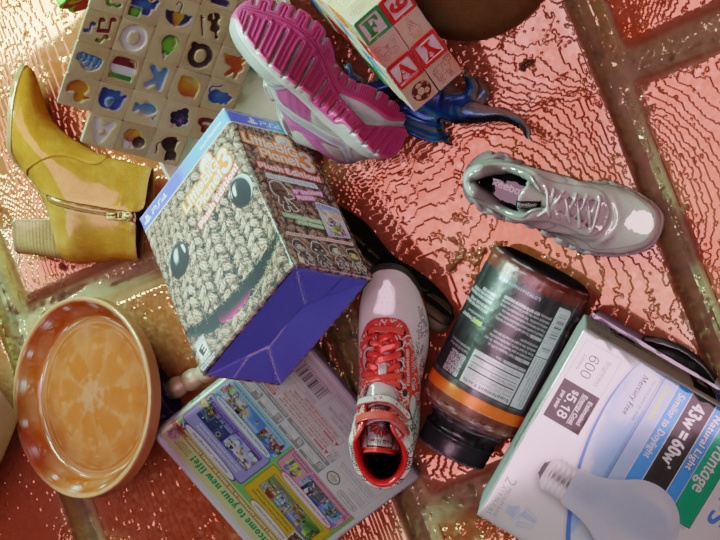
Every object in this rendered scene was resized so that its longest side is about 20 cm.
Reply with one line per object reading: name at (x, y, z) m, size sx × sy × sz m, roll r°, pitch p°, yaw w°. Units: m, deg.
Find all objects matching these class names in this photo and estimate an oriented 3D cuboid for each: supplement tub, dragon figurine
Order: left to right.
dragon figurine at (0.071, -0.155, 1.704) m, size 0.200 × 0.059 × 0.100 m, roll 37°, pitch 101°, yaw 14°
supplement tub at (0.129, 0.085, 1.677) m, size 0.107 × 0.107 × 0.201 m, roll 28°, pitch 99°, yaw 11°

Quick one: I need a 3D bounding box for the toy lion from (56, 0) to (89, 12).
toy lion at (-0.194, -0.302, 1.693) m, size 0.199 × 0.192 × 0.069 m, roll -26°, pitch 86°, yaw 12°

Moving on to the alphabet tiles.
alphabet tiles at (-0.187, -0.196, 1.665) m, size 0.166 × 0.006 × 0.201 m, roll 12°, pitch 117°, yaw -22°

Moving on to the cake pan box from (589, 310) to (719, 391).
cake pan box at (0.256, 0.160, 1.679) m, size 0.184 × 0.052 × 0.201 m, roll 29°, pitch 98°, yaw 8°

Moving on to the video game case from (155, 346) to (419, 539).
video game case at (-0.073, 0.180, 1.744) m, size 0.182 × 0.022 × 0.200 m, roll -38°, pitch 100°, yaw 11°

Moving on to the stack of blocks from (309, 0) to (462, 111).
stack of blocks at (0.004, -0.243, 1.652) m, size 0.059 × 0.115 × 0.200 m, roll -40°, pitch 38°, yaw 0°

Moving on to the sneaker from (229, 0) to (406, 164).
sneaker at (-0.054, -0.167, 1.663) m, size 0.200 × 0.081 × 0.088 m, roll 46°, pitch 142°, yaw -12°

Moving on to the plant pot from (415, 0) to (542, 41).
plant pot at (0.084, -0.313, 1.626) m, size 0.185 × 0.200 × 0.188 m, roll 0°, pitch 92°, yaw 12°

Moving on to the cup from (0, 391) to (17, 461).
cup at (-0.432, 0.155, 1.782) m, size 0.143 × 0.200 × 0.200 m, roll -40°, pitch 82°, yaw -16°

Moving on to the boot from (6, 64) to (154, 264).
boot at (-0.280, -0.108, 1.790) m, size 0.143 × 0.071 × 0.203 m, roll -1°, pitch 95°, yaw 7°

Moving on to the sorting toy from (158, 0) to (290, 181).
sorting toy at (-0.142, -0.167, 1.740) m, size 0.199 × 0.107 × 0.181 m, roll -17°, pitch 101°, yaw 2°

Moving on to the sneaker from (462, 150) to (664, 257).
sneaker at (0.187, -0.060, 1.672) m, size 0.199 × 0.081 × 0.076 m, roll 15°, pitch 93°, yaw 11°

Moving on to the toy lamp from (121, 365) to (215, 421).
toy lamp at (-0.149, 0.097, 1.768) m, size 0.199 × 0.058 × 0.058 m, roll -28°, pitch 86°, yaw 10°

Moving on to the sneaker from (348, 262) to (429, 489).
sneaker at (0.027, 0.102, 1.648) m, size 0.067 × 0.108 × 0.203 m, roll 3°, pitch 106°, yaw 5°

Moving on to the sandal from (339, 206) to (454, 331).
sandal at (0.000, 0.001, 1.721) m, size 0.201 × 0.080 × 0.057 m, roll 40°, pitch 114°, yaw 8°

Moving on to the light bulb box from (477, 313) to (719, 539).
light bulb box at (0.239, 0.176, 1.587) m, size 0.199 × 0.125 × 0.199 m, roll 29°, pitch 98°, yaw 4°

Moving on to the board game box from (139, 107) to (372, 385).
board game box at (-0.102, -0.021, 1.666) m, size 0.160 × 0.096 × 0.201 m, roll -49°, pitch 49°, yaw 29°

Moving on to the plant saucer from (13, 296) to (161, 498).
plant saucer at (-0.272, 0.127, 1.777) m, size 0.199 × 0.032 × 0.202 m, roll -3°, pitch 86°, yaw 37°
